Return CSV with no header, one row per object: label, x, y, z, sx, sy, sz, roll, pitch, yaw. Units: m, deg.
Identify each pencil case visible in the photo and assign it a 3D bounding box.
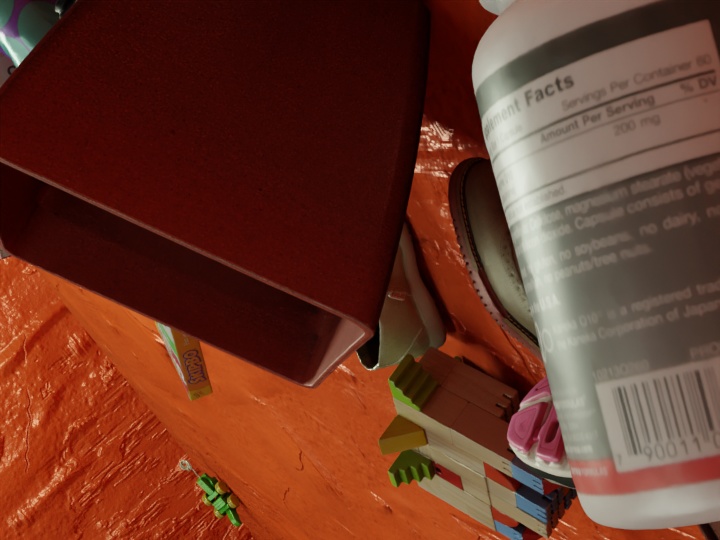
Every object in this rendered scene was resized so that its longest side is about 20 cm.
pencil case,-0.308,-0.229,1.134,0.200,0.085,0.092,49,137,0

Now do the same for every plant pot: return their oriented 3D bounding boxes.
plant pot,-0.068,-0.069,0.661,0.199,0.177,0.200,24,163,-5

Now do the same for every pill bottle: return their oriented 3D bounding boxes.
pill bottle,0.099,-0.032,0.386,0.114,0.114,0.201,143,114,-73

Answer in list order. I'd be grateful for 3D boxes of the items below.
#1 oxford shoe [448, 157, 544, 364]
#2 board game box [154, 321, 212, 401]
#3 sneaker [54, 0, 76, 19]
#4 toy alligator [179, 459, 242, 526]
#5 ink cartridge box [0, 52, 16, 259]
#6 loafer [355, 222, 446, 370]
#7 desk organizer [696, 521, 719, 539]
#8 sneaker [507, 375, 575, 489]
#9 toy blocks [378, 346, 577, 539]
oxford shoe,0.122,0.017,0.666,0.075,0.070,0.200,-25,107,45
board game box,-0.167,0.020,1.081,0.200,0.030,0.096,89,155,-51
sneaker,-0.129,-0.183,0.738,0.073,0.112,0.200,44,163,10
toy alligator,-0.334,0.501,2.885,0.200,0.059,0.054,48,-156,1
ink cartridge box,-0.328,-0.136,1.215,0.200,0.145,0.083,60,164,9
loafer,0.000,0.000,0.893,0.076,0.068,0.200,27,153,51
desk organizer,0.148,0.034,0.486,0.200,0.072,0.077,62,160,22
sneaker,0.165,0.088,0.598,0.199,0.074,0.088,-8,133,38
toy blocks,0.103,0.143,0.939,0.136,0.100,0.200,27,155,26
